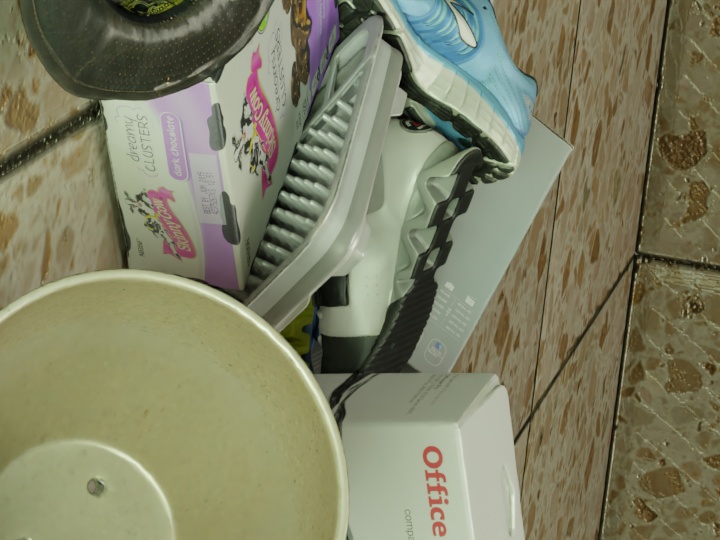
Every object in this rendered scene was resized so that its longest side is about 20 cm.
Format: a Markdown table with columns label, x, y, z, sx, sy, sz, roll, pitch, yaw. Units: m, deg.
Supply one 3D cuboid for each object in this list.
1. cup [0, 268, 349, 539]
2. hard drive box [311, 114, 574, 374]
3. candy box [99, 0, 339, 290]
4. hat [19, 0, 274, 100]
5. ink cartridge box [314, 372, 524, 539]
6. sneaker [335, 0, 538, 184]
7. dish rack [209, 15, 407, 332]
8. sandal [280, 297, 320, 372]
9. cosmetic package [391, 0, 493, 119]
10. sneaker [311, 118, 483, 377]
| label | x | y | z | sx | sy | sz | roll | pitch | yaw |
| --- | --- | --- | --- | --- | --- | --- | --- | --- | --- |
| cup | -0.121 | 0.114 | 1.317 | 0.143 | 0.199 | 0.201 | 140 | -33 | -66 |
| hard drive box | 0.036 | -0.007 | 1.848 | 0.201 | 0.077 | 0.156 | -60 | -166 | -24 |
| candy box | -0.075 | -0.120 | 1.531 | 0.168 | 0.071 | 0.201 | 85 | 19 | -51 |
| hat | -0.108 | -0.182 | 1.286 | 0.200 | 0.081 | 0.202 | -29 | 133 | -36 |
| ink cartridge box | -0.012 | 0.141 | 1.648 | 0.084 | 0.199 | 0.146 | -43 | 128 | -62 |
| sneaker | 0.033 | -0.145 | 1.683 | 0.200 | 0.078 | 0.090 | 47 | 54 | -23 |
| dish rack | -0.034 | -0.035 | 1.600 | 0.172 | 0.043 | 0.201 | -43 | -158 | 39 |
| sandal | -0.056 | 0.065 | 1.751 | 0.087 | 0.079 | 0.201 | 13 | 88 | -81 |
| cosmetic package | 0.028 | -0.138 | 1.822 | 0.200 | 0.051 | 0.152 | 155 | -53 | -70 |
| sneaker | 0.000 | 0.000 | 1.695 | 0.074 | 0.088 | 0.201 | -14 | 128 | -67 |
